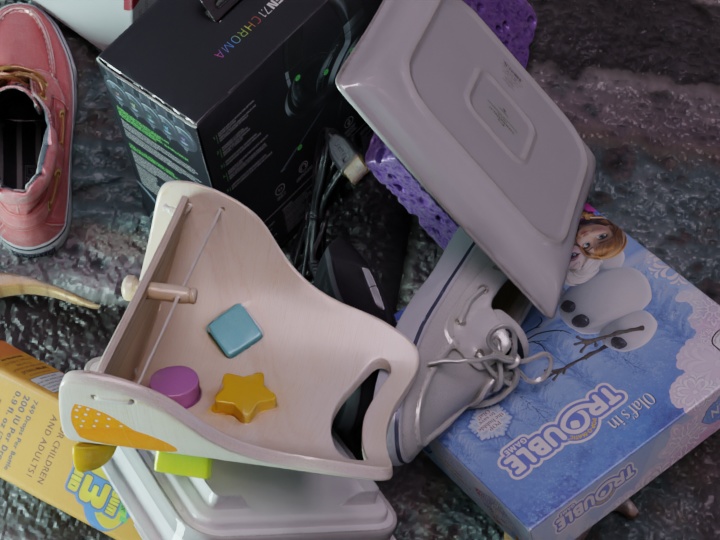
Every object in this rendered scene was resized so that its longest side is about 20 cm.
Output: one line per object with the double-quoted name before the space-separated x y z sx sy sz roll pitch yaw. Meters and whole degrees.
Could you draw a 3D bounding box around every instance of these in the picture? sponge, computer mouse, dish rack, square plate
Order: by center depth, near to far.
"dish rack" -0.075 0.109 1.165 0.170 0.044 0.200 2 30 -35
"computer mouse" 0.000 0.000 1.215 0.046 0.141 0.201 3 33 -15
"square plate" 0.080 -0.093 1.223 0.200 0.028 0.199 47 31 -14
"sponge" 0.066 -0.128 1.329 0.030 0.112 0.201 -5 56 36

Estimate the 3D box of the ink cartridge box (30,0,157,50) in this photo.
"ink cartridge box" -0.154 -0.282 1.365 0.144 0.146 0.200 33 61 13

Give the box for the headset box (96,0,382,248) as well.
"headset box" -0.069 -0.118 1.260 0.092 0.201 0.174 34 68 25

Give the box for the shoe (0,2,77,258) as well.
"shoe" -0.232 -0.116 1.320 0.071 0.091 0.202 -5 64 -4

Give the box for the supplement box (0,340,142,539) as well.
"supplement box" -0.169 0.117 1.212 0.199 0.069 0.067 25 97 9

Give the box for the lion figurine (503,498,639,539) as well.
"lion figurine" 0.143 0.199 1.198 0.122 0.073 0.200 -34 55 -9

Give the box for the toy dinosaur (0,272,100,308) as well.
"toy dinosaur" -0.286 0.021 1.281 0.199 0.060 0.107 -26 91 -8

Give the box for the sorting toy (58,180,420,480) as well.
"sorting toy" -0.059 0.060 1.090 0.178 0.108 0.201 14 35 4

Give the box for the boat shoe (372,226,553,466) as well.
"boat shoe" 0.076 0.047 1.187 0.085 0.075 0.202 10 41 22

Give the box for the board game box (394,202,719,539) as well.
"board game box" 0.126 0.062 1.233 0.199 0.044 0.199 -34 49 -16
